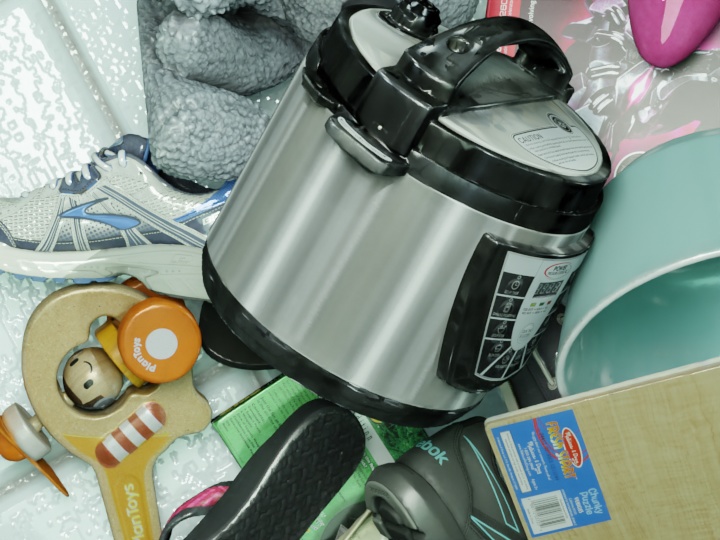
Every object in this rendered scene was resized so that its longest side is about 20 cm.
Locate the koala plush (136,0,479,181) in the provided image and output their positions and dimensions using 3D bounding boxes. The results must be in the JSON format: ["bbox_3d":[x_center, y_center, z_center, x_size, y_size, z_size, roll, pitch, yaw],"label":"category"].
[{"bbox_3d":[-0.025,-0.161,1.493,0.198,0.184,0.179,-6,112,-4],"label":"koala plush"}]

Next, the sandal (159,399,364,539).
[{"bbox_3d":[-0.077,0.152,1.534,0.200,0.045,0.075,-48,134,-12],"label":"sandal"}]

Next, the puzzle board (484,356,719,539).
[{"bbox_3d":[0.166,0.134,1.464,0.150,0.017,0.201,-15,125,12],"label":"puzzle board"}]

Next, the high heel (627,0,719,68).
[{"bbox_3d":[0.204,-0.206,1.469,0.067,0.096,0.201,27,86,-10],"label":"high heel"}]

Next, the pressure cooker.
[{"bbox_3d":[0.029,-0.043,1.391,0.178,0.176,0.201,23,112,-20],"label":"pressure cooker"}]

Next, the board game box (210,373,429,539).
[{"bbox_3d":[0.009,0.143,1.579,0.104,0.023,0.201,-32,93,1],"label":"board game box"}]

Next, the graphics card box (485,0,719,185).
[{"bbox_3d":[0.163,-0.091,1.540,0.199,0.051,0.126,7,85,11],"label":"graphics card box"}]

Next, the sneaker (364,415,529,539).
[{"bbox_3d":[0.079,0.170,1.499,0.079,0.075,0.201,-41,122,-22],"label":"sneaker"}]

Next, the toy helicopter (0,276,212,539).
[{"bbox_3d":[-0.147,0.106,1.548,0.131,0.079,0.201,-13,105,-9],"label":"toy helicopter"}]

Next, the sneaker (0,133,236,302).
[{"bbox_3d":[-0.140,-0.038,1.525,0.198,0.077,0.086,6,101,8],"label":"sneaker"}]

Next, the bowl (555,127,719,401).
[{"bbox_3d":[0.193,-0.002,1.431,0.199,0.201,0.106,-7,58,-3],"label":"bowl"}]

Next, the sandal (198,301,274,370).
[{"bbox_3d":[0.000,0.000,1.553,0.199,0.045,0.076,-17,69,-5],"label":"sandal"}]

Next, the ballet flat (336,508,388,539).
[{"bbox_3d":[-0.003,0.183,1.537,0.069,0.069,0.201,35,90,-3],"label":"ballet flat"}]

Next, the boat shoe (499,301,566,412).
[{"bbox_3d":[0.106,0.042,1.503,0.062,0.073,0.201,-21,83,25],"label":"boat shoe"}]
